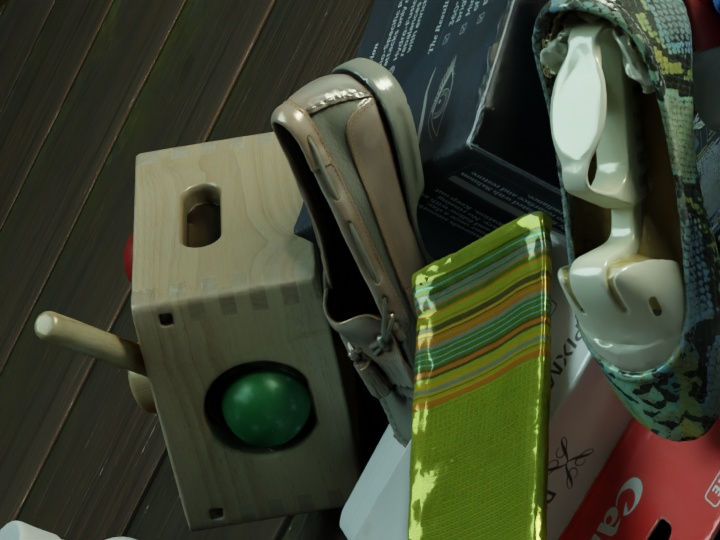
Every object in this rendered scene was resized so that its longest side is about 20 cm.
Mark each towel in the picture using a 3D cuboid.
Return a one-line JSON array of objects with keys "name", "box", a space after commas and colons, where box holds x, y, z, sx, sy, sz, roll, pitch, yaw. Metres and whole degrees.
[{"name": "towel", "box": [0.050, 0.073, 1.141, 0.086, 0.018, 0.200, -33, 43, 44]}]

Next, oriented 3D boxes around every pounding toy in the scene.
[{"name": "pounding toy", "box": [-0.083, 0.035, 1.439, 0.200, 0.142, 0.184, -95, -6, -56]}]

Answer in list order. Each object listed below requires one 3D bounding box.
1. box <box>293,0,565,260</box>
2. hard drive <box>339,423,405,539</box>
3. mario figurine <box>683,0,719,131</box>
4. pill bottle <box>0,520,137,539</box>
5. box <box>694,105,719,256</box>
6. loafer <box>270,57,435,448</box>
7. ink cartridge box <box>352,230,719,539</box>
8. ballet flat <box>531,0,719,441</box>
[{"name": "box", "box": [0.082, -0.101, 1.339, 0.200, 0.117, 0.197, -24, 44, 61]}, {"name": "hard drive", "box": [0.049, 0.109, 1.300, 0.132, 0.027, 0.200, -62, 19, 8]}, {"name": "mario figurine", "box": [0.183, -0.129, 1.067, 0.123, 0.106, 0.200, -16, 44, 8]}, {"name": "pill bottle", "box": [-0.099, 0.199, 1.309, 0.111, 0.200, 0.111, -52, 23, 32]}, {"name": "box", "box": [0.206, -0.085, 1.098, 0.200, 0.049, 0.161, -51, 24, 34]}, {"name": "loafer", "box": [0.000, 0.000, 1.260, 0.072, 0.063, 0.200, 17, 126, 53]}, {"name": "ink cartridge box", "box": [0.079, 0.102, 1.151, 0.200, 0.045, 0.176, -61, 30, 10]}, {"name": "ballet flat", "box": [0.102, -0.023, 1.056, 0.074, 0.074, 0.200, -172, 71, -70]}]
